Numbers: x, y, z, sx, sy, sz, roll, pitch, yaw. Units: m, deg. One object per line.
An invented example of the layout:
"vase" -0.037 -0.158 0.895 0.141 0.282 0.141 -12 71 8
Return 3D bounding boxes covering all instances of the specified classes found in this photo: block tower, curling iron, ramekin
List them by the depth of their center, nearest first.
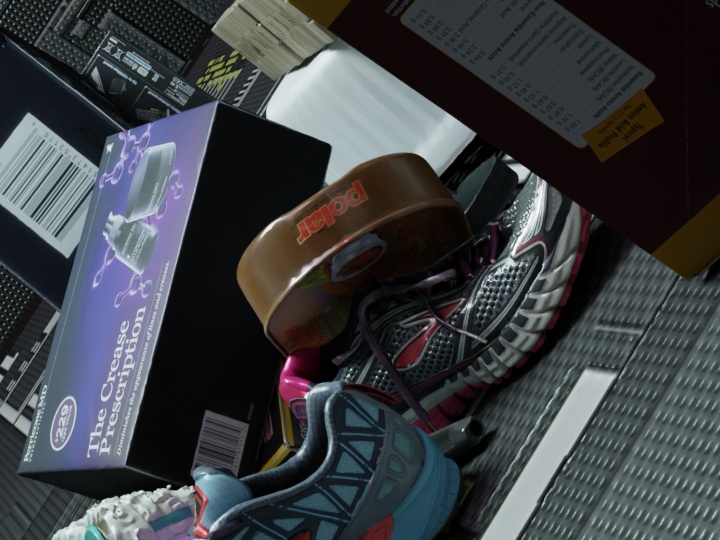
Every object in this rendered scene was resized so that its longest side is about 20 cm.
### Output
"curling iron" 0.000 0.116 1.168 0.200 0.025 0.050 -38 45 43
"block tower" -0.038 -0.159 1.443 0.058 0.054 0.200 -52 8 -10
"ramekin" 0.032 -0.130 1.464 0.201 0.098 0.201 -51 8 10

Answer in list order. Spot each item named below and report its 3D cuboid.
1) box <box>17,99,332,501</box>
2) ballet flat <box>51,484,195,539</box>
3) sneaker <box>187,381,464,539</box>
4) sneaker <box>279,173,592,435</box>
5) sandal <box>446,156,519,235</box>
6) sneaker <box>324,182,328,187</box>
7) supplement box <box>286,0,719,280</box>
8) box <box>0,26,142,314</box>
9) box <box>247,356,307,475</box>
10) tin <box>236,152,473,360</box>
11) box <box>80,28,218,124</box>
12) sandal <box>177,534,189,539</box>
"box" -0.101 0.023 1.317 0.141 0.079 0.201 -13 60 60
"ballet flat" -0.116 0.149 1.268 0.072 0.072 0.200 -60 8 -19
"sneaker" -0.052 0.129 1.068 0.200 0.096 0.079 -46 16 -16
"sneaker" 0.038 0.021 1.140 0.200 0.075 0.081 -49 14 30
"sandal" 0.026 -0.022 1.363 0.075 0.048 0.200 -60 9 -29
"sneaker" -0.048 0.012 1.529 0.118 0.074 0.200 -63 2 21
"supplement box" 0.118 -0.142 0.931 0.197 0.200 0.133 -46 15 43
"box" -0.173 -0.044 1.566 0.118 0.197 0.200 -52 -10 3
"box" -0.074 0.076 1.362 0.160 0.049 0.200 -51 33 35
"tin" 0.000 0.000 1.204 0.112 0.042 0.200 -37 -16 -2
"box" -0.132 -0.047 1.701 0.158 0.200 0.050 -57 1 2
"sandal" -0.080 0.151 1.146 0.203 0.050 0.082 -49 15 0
